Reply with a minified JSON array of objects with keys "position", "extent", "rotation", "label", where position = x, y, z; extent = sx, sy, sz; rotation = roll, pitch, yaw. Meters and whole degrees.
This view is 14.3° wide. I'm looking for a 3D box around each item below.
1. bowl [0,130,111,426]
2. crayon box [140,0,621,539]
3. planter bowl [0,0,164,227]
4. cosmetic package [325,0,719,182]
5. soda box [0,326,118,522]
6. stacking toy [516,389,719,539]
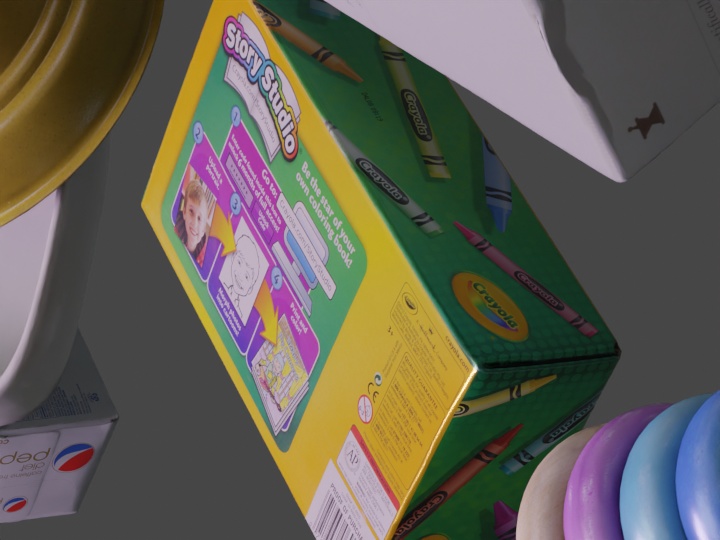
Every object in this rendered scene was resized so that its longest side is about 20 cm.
[{"position":[-0.190,-0.021,1.183],"extent":[0.199,0.075,0.201],"rotation":[-1,69,26],"label":"bowl"},{"position":[0.000,0.000,0.966],"extent":[0.200,0.058,0.119],"rotation":[60,141,36],"label":"crayon box"},{"position":[-0.182,-0.113,1.123],"extent":[0.200,0.083,0.201],"rotation":[-10,64,20],"label":"planter bowl"},{"position":[0.029,-0.114,0.848],"extent":[0.200,0.074,0.102],"rotation":[36,162,50],"label":"cosmetic package"},{"position":[-0.177,0.014,1.264],"extent":[0.200,0.064,0.068],"rotation":[62,143,34],"label":"soda box"},{"position":[0.126,0.052,0.745],"extent":[0.200,0.085,0.086],"rotation":[-36,64,52],"label":"stacking toy"}]
